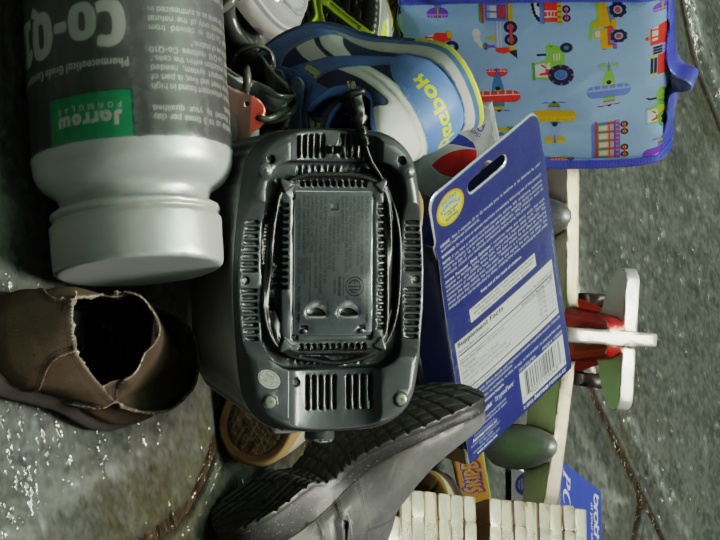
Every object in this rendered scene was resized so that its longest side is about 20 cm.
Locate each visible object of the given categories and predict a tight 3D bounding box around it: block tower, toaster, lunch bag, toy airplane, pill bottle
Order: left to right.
[{"bbox_3d":[-0.128,-0.098,1.518,0.113,0.112,0.202,15,68,-63],"label":"pill bottle"},{"bbox_3d":[-0.035,-0.005,1.571,0.113,0.129,0.202,-2,92,-21],"label":"toaster"},{"bbox_3d":[0.061,0.178,1.805,0.199,0.054,0.058,10,71,-32],"label":"block tower"},{"bbox_3d":[0.131,0.046,1.998,0.201,0.140,0.200,-92,-170,-45],"label":"toy airplane"},{"bbox_3d":[0.132,-0.143,1.903,0.094,0.199,0.151,-68,160,-46],"label":"lunch bag"}]

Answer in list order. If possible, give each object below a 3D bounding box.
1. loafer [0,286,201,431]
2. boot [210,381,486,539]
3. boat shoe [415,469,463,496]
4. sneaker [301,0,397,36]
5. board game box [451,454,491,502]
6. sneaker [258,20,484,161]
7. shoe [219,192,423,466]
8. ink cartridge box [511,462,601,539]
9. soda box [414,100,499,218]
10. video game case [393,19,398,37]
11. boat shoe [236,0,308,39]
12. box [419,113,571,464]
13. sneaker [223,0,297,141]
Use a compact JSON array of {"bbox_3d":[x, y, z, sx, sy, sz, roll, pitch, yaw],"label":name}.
[{"bbox_3d":[-0.135,0.047,1.503,0.200,0.071,0.074,8,75,-64],"label":"loafer"},{"bbox_3d":[0.006,0.163,1.703,0.199,0.070,0.132,-29,114,-20],"label":"boot"},{"bbox_3d":[0.066,0.232,1.877,0.065,0.073,0.202,-5,87,-60],"label":"boat shoe"},{"bbox_3d":[-0.008,-0.215,1.881,0.076,0.075,0.201,61,35,-66],"label":"sneaker"},{"bbox_3d":[0.064,0.072,1.883,0.201,0.030,0.096,82,-1,-52],"label":"board game box"},{"bbox_3d":[-0.017,-0.102,1.692,0.082,0.199,0.074,-40,117,-30],"label":"sneaker"},{"bbox_3d":[-0.021,0.028,1.678,0.201,0.070,0.053,-58,159,11],"label":"shoe"},{"bbox_3d":[0.148,0.253,2.080,0.094,0.044,0.201,38,48,-58],"label":"ink cartridge box"},{"bbox_3d":[0.065,-0.047,1.878,0.200,0.068,0.064,81,0,-71],"label":"soda box"},{"bbox_3d":[0.047,-0.164,2.028,0.200,0.017,0.144,-32,111,-64],"label":"video game case"},{"bbox_3d":[-0.063,-0.245,1.756,0.072,0.068,0.201,-45,123,-60],"label":"boat shoe"},{"bbox_3d":[0.080,0.008,1.755,0.121,0.032,0.201,-39,133,-38],"label":"box"},{"bbox_3d":[-0.075,-0.080,1.661,0.077,0.081,0.201,-50,126,-58],"label":"sneaker"}]
